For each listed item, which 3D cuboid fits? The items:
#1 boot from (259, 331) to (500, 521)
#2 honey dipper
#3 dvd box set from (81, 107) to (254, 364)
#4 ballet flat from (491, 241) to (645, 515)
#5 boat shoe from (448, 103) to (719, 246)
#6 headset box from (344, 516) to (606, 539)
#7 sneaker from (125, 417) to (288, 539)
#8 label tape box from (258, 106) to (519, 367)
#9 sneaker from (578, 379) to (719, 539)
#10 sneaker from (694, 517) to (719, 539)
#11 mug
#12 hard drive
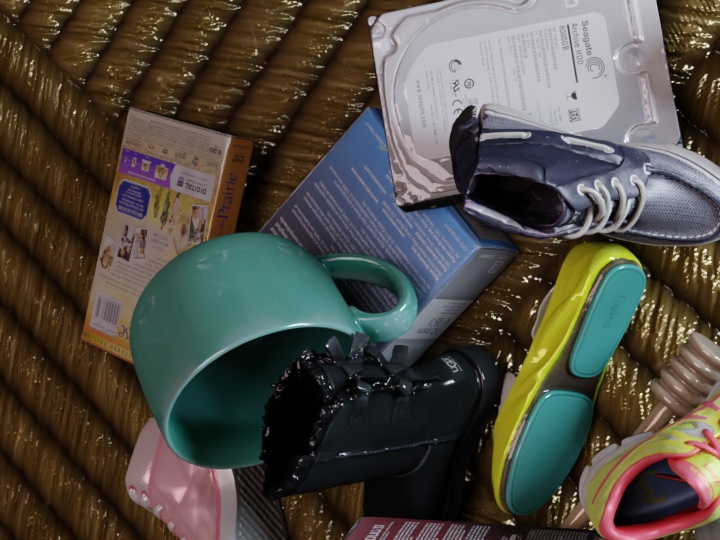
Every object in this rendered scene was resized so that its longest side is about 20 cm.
[{"bbox_3d":[0.002,0.133,1.170,0.073,0.162,0.199,43,124,39],"label":"boot"},{"bbox_3d":[0.174,0.129,1.131,0.038,0.038,0.200,44,104,26],"label":"honey dipper"},{"bbox_3d":[-0.157,-0.022,1.358,0.146,0.029,0.201,18,98,48],"label":"dvd box set"},{"bbox_3d":[0.135,0.071,1.172,0.067,0.067,0.200,34,104,51],"label":"ballet flat"},{"bbox_3d":[0.152,-0.044,1.089,0.199,0.093,0.075,13,120,-2],"label":"boat shoe"},{"bbox_3d":[0.069,0.247,1.116,0.199,0.075,0.149,2,100,15],"label":"headset box"},{"bbox_3d":[-0.122,0.193,1.317,0.104,0.075,0.201,-22,69,26],"label":"sneaker"},{"bbox_3d":[0.000,0.000,1.255,0.200,0.066,0.143,-48,64,24],"label":"label tape box"},{"bbox_3d":[0.226,0.116,1.047,0.200,0.090,0.078,-36,92,15],"label":"sneaker"},{"bbox_3d":[0.244,0.243,1.093,0.092,0.076,0.201,24,111,59],"label":"sneaker"},{"bbox_3d":[-0.070,0.047,1.186,0.115,0.185,0.152,60,139,36],"label":"mug"},{"bbox_3d":[0.112,-0.126,1.162,0.199,0.038,0.140,-9,82,10],"label":"hard drive"}]
